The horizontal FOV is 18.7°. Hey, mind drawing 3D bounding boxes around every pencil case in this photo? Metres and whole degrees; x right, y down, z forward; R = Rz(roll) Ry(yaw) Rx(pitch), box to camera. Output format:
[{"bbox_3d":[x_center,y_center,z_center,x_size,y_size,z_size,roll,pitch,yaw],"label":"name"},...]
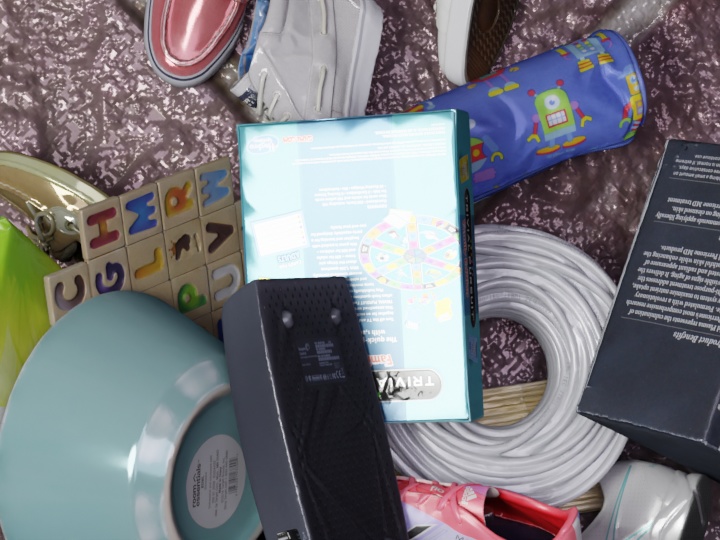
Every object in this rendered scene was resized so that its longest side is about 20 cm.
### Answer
[{"bbox_3d":[0.104,-0.097,1.521,0.198,0.078,0.088,-23,90,-11],"label":"pencil case"}]

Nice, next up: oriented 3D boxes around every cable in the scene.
[{"bbox_3d":[0.093,0.069,1.499,0.198,0.069,0.202,-4,82,-7],"label":"cable"}]

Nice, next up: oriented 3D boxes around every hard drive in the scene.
[{"bbox_3d":[-0.027,0.106,1.354,0.042,0.135,0.202,-16,84,26],"label":"hard drive"}]

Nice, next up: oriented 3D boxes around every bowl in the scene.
[{"bbox_3d":[-0.121,0.118,1.366,0.104,0.200,0.203,8,80,36],"label":"bowl"}]

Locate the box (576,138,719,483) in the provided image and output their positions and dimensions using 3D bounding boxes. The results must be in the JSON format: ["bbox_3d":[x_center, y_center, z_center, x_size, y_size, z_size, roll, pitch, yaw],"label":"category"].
[{"bbox_3d":[0.274,0.043,1.464,0.199,0.123,0.198,26,82,-39],"label":"box"}]

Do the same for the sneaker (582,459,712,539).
[{"bbox_3d":[0.179,0.227,1.510,0.080,0.070,0.202,17,90,25],"label":"sneaker"}]

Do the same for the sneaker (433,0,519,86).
[{"bbox_3d":[0.069,-0.232,1.554,0.084,0.073,0.202,8,91,30],"label":"sneaker"}]

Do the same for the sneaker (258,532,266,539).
[{"bbox_3d":[-0.024,0.205,1.481,0.199,0.083,0.072,31,50,21],"label":"sneaker"}]

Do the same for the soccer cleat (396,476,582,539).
[{"bbox_3d":[0.048,0.158,1.423,0.198,0.077,0.067,15,47,6],"label":"soccer cleat"}]

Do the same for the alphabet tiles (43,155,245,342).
[{"bbox_3d":[-0.125,0.022,1.435,0.199,0.006,0.168,-24,116,-43],"label":"alphabet tiles"}]

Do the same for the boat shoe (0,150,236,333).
[{"bbox_3d":[-0.176,-0.009,1.491,0.200,0.073,0.063,35,77,-9],"label":"boat shoe"}]

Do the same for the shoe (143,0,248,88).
[{"bbox_3d":[-0.097,-0.228,1.511,0.071,0.091,0.202,22,82,-3],"label":"shoe"}]

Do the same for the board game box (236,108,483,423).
[{"bbox_3d":[0.000,0.000,1.436,0.149,0.047,0.202,-3,91,15],"label":"board game box"}]

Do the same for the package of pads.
[{"bbox_3d":[-0.219,0.077,1.398,0.068,0.200,0.156,-1,65,25],"label":"package of pads"}]

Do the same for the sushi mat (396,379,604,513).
[{"bbox_3d":[0.081,0.132,1.530,0.198,0.012,0.097,-8,83,-7],"label":"sushi mat"}]

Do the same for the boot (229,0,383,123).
[{"bbox_3d":[-0.049,-0.105,1.506,0.095,0.073,0.202,15,73,-21],"label":"boot"}]
